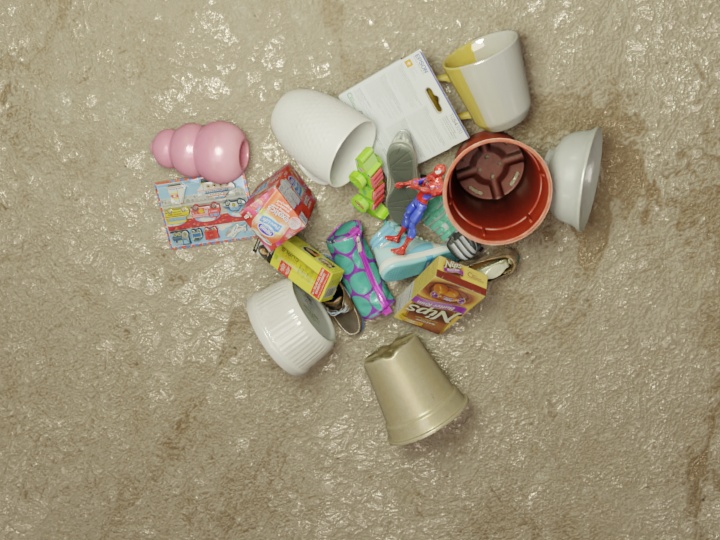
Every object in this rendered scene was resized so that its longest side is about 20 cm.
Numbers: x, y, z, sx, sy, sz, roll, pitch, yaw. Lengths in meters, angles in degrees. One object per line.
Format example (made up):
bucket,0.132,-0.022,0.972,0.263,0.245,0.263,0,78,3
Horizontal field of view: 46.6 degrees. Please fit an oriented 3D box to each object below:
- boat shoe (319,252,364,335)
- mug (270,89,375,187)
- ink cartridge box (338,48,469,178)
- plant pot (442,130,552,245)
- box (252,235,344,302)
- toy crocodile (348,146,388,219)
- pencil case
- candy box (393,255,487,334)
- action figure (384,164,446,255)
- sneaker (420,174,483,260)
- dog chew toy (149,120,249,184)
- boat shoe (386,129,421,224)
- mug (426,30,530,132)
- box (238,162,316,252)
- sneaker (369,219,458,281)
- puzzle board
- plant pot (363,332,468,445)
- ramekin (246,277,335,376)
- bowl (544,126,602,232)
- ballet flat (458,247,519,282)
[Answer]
boat shoe,-0.055,0.063,1.795,0.072,0.072,0.201,-25,107,14
mug,-0.084,-0.252,1.639,0.175,0.148,0.201,35,146,19
ink cartridge box,0.087,-0.305,1.629,0.199,0.043,0.197,-23,108,29
plant pot,0.255,-0.176,1.606,0.199,0.196,0.203,2,111,4
box,-0.130,-0.020,1.734,0.199,0.050,0.076,37,114,22
toy crocodile,0.022,-0.169,1.658,0.062,0.068,0.201,33,155,23
pencil case,0.000,0.000,1.757,0.085,0.092,0.201,-35,112,-25
candy box,0.163,0.055,1.722,0.116,0.057,0.200,21,147,-13
action figure,0.090,-0.127,1.594,0.098,0.065,0.201,13,124,-32
sneaker,0.177,-0.109,1.717,0.074,0.087,0.201,-37,81,26
dog chew toy,-0.327,-0.240,1.679,0.198,0.125,0.126,5,112,12
boat shoe,0.086,-0.179,1.649,0.074,0.065,0.203,1,132,12
mug,0.239,-0.351,1.588,0.149,0.186,0.154,-40,119,-24
box,-0.160,-0.129,1.660,0.095,0.200,0.100,-33,106,14
sneaker,0.111,-0.058,1.734,0.198,0.131,0.080,-10,147,-27
puzzle board,-0.328,-0.128,1.775,0.198,0.017,0.152,-8,111,8
plant pot,0.105,0.245,1.805,0.199,0.200,0.185,-27,96,15
ramekin,-0.138,0.110,1.756,0.105,0.200,0.201,-34,105,12
bowl,0.401,-0.181,1.610,0.090,0.201,0.203,11,114,21
ballet flat,0.239,0.009,1.751,0.199,0.067,0.068,-27,108,15
